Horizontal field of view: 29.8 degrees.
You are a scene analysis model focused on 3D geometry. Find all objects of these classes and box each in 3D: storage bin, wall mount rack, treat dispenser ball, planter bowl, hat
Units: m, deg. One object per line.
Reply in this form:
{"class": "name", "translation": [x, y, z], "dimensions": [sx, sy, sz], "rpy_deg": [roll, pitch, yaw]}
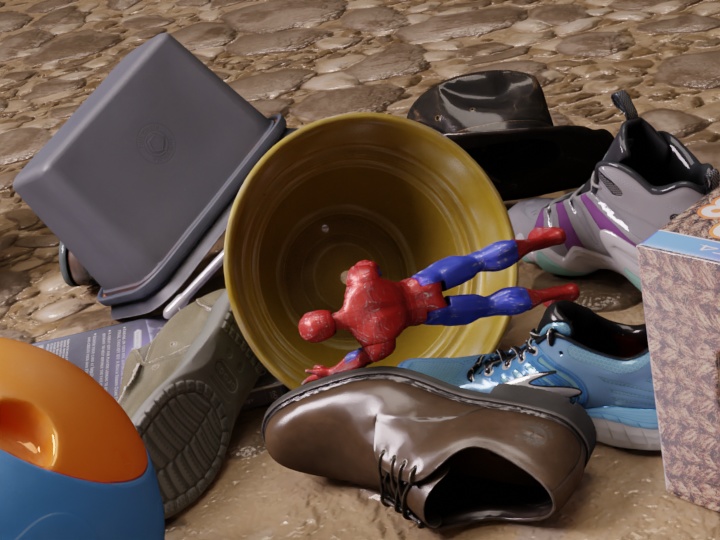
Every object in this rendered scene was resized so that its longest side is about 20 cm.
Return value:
{"class": "storage bin", "translation": [-0.171, -0.082, 1.069], "dimensions": [0.200, 0.134, 0.145], "rpy_deg": [-53, 20, -25]}
{"class": "wall mount rack", "translation": [-0.073, -0.026, 1.057], "dimensions": [0.173, 0.075, 0.200], "rpy_deg": [-8, 17, -7]}
{"class": "treat dispenser ball", "translation": [-0.198, 0.132, 0.671], "dimensions": [0.200, 0.201, 0.201], "rpy_deg": [-10, 26, 5]}
{"class": "planter bowl", "translation": [0.000, 0.000, 0.917], "dimensions": [0.200, 0.201, 0.083], "rpy_deg": [-20, -2, -16]}
{"class": "hat", "translation": [0.097, -0.108, 1.056], "dimensions": [0.200, 0.081, 0.201], "rpy_deg": [-3, -16, -1]}

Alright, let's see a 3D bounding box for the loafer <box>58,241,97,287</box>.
{"class": "loafer", "translation": [-0.199, -0.048, 1.178], "dimensions": [0.063, 0.072, 0.200], "rpy_deg": [1, 27, 12]}

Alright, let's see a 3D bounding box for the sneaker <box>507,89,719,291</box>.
{"class": "sneaker", "translation": [0.178, -0.063, 0.963], "dimensions": [0.200, 0.140, 0.078], "rpy_deg": [17, 38, 43]}

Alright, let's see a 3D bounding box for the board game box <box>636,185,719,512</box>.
{"class": "board game box", "translation": [0.256, 0.022, 0.745], "dimensions": [0.200, 0.160, 0.097], "rpy_deg": [-31, 31, -35]}

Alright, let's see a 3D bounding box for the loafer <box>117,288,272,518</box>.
{"class": "loafer", "translation": [-0.121, 0.086, 0.875], "dimensions": [0.070, 0.075, 0.200], "rpy_deg": [-10, 30, 33]}

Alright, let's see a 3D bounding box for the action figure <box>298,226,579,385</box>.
{"class": "action figure", "translation": [0.032, 0.021, 0.850], "dimensions": [0.200, 0.065, 0.099], "rpy_deg": [-12, -4, -38]}

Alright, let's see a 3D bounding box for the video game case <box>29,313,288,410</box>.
{"class": "video game case", "translation": [-0.156, 0.073, 0.975], "dimensions": [0.200, 0.019, 0.143], "rpy_deg": [-12, 27, -3]}

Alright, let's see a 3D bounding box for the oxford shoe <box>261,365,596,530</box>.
{"class": "oxford shoe", "translation": [0.028, 0.105, 0.777], "dimensions": [0.200, 0.073, 0.084], "rpy_deg": [0, 31, 23]}

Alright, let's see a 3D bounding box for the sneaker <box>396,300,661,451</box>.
{"class": "sneaker", "translation": [0.112, 0.054, 0.818], "dimensions": [0.200, 0.090, 0.078], "rpy_deg": [-5, 27, 17]}
